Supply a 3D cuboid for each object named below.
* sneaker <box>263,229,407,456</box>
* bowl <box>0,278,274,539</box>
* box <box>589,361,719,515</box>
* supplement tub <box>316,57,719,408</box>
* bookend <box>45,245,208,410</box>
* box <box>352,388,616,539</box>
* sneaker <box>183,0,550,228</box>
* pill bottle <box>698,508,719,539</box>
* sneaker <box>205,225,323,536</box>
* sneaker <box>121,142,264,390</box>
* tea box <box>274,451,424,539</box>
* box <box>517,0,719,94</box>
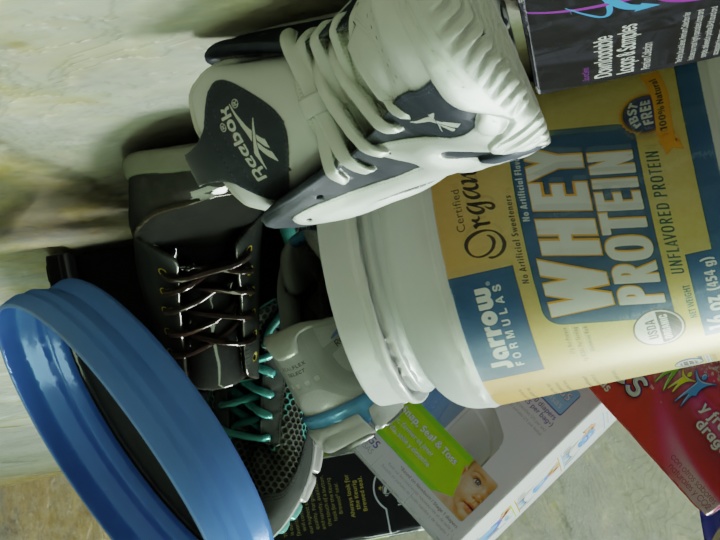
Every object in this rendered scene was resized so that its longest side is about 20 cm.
[{"bbox_3d":[0.000,0.000,0.918,0.075,0.087,0.200,-26,-155,29],"label":"sneaker"},{"bbox_3d":[-0.115,0.092,0.897,0.039,0.201,0.201,-35,-178,-23],"label":"bowl"},{"bbox_3d":[0.156,0.023,0.925,0.095,0.200,0.100,-44,165,10],"label":"box"},{"bbox_3d":[0.092,-0.017,0.799,0.199,0.145,0.145,-13,172,13],"label":"supplement tub"},{"bbox_3d":[-0.085,0.032,1.097,0.199,0.093,0.199,-11,172,-7],"label":"bookend"},{"bbox_3d":[0.094,0.072,1.081,0.200,0.113,0.101,-43,163,-4],"label":"box"},{"bbox_3d":[-0.007,-0.058,0.601,0.129,0.080,0.199,-21,-179,8],"label":"sneaker"},{"bbox_3d":[0.252,0.104,1.027,0.115,0.200,0.116,1,133,1],"label":"pill bottle"},{"bbox_3d":[-0.059,0.049,0.958,0.077,0.201,0.091,3,163,18],"label":"sneaker"},{"bbox_3d":[-0.070,0.000,0.836,0.074,0.107,0.200,-10,172,-8],"label":"sneaker"},{"bbox_3d":[-0.016,0.099,1.276,0.196,0.201,0.134,-10,173,6],"label":"tea box"},{"bbox_3d":[0.152,-0.112,0.607,0.199,0.036,0.143,-13,171,6],"label":"box"}]
